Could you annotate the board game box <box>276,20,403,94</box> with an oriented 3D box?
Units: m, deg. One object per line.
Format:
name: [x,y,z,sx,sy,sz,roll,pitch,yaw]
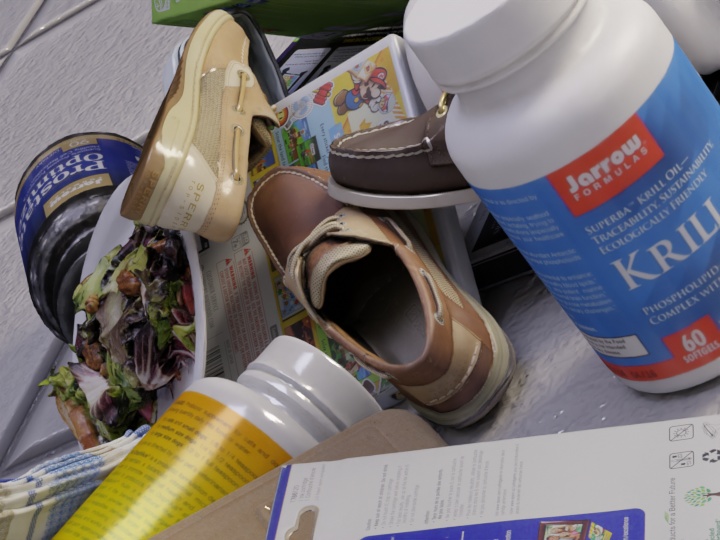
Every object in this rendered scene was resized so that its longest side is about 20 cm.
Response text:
board game box: [-0.010,-0.097,1.445,0.166,0.057,0.200,-50,25,-18]

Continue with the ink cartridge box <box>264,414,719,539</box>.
ink cartridge box: [0.060,0.110,0.897,0.198,0.039,0.100,-6,33,13]

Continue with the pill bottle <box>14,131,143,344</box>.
pill bottle: [-0.162,-0.012,1.448,0.112,0.112,0.200,-39,23,2]

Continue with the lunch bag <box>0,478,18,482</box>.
lunch bag: [-0.241,0.186,1.206,0.169,0.124,0.200,-17,18,42]

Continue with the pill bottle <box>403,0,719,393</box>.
pill bottle: [0.107,-0.052,0.998,0.112,0.200,0.112,-32,24,17]

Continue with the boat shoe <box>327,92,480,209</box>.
boat shoe: [0.073,-0.072,1.122,0.199,0.060,0.072,-4,26,22]

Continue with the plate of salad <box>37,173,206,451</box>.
plate of salad: [-0.135,0.044,1.256,0.200,0.048,0.202,-16,72,62]

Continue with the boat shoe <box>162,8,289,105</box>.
boat shoe: [-0.066,-0.064,1.320,0.072,0.201,0.071,-4,-27,-38]

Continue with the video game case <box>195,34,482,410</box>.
video game case: [-0.028,-0.004,1.222,0.181,0.023,0.201,-29,56,24]

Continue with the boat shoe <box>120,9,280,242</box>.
boat shoe: [-0.081,-0.075,1.225,0.200,0.064,0.072,-78,13,-56]

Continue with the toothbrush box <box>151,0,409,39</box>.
toothbrush box: [-0.017,-0.200,1.368,0.145,0.087,0.199,0,-3,-38]

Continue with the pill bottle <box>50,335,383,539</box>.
pill bottle: [-0.075,0.128,1.065,0.200,0.109,0.109,-48,25,-19]

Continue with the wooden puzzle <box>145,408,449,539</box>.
wooden puzzle: [-0.018,0.152,0.943,0.199,0.047,0.185,-24,35,-16]

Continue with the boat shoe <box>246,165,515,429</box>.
boat shoe: [0.000,0.000,1.137,0.076,0.072,0.200,-54,48,5]

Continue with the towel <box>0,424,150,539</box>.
towel: [-0.175,0.155,1.070,0.200,0.024,0.148,-17,-47,-57]

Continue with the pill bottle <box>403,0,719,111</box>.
pill bottle: [0.131,-0.139,1.172,0.199,0.112,0.112,-25,27,30]

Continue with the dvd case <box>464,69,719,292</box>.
dvd case: [0.149,-0.069,1.192,0.199,0.025,0.151,-21,29,36]
